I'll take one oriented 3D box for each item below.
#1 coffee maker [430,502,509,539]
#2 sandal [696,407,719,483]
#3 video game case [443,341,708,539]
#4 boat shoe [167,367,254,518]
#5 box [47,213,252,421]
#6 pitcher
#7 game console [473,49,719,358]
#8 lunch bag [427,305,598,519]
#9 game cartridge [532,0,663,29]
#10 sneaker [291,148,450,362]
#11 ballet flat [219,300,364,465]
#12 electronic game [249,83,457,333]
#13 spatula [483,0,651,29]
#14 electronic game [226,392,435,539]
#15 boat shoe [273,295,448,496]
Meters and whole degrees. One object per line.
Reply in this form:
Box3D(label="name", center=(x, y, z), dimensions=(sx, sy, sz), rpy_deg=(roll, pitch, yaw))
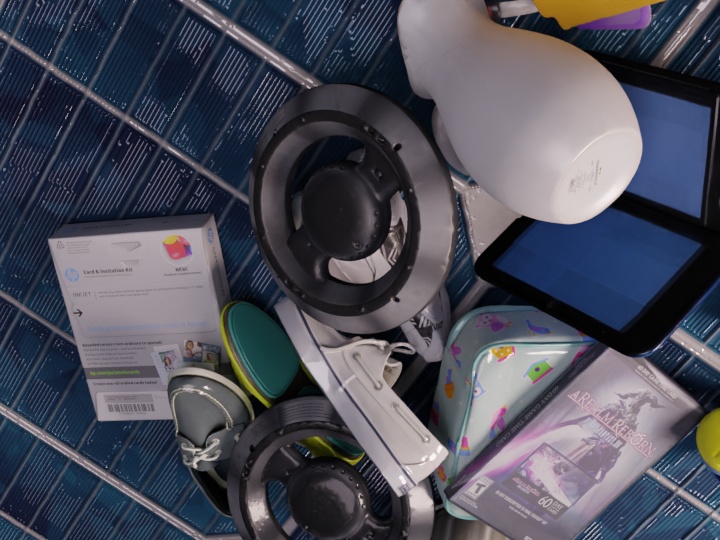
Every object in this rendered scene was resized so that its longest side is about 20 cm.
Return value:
Box3D(label="coffee maker", center=(0.112, 0.343, 1.066), dimensions=(0.192, 0.200, 0.135), rpy_deg=(42, 117, -8))
Box3D(label="sandal", center=(0.388, 0.158, 0.996), dimensions=(0.199, 0.080, 0.087), rpy_deg=(3, 153, 4))
Box3D(label="video game case", center=(0.187, 0.156, 0.978), dimensions=(0.200, 0.019, 0.143), rpy_deg=(-46, 123, 12))
Box3D(label="boat shoe", center=(-0.137, 0.166, 1.077), dimensions=(0.073, 0.062, 0.200), rpy_deg=(-1, 140, 11))
Box3D(label="box", center=(-0.199, 0.049, 1.089), dimensions=(0.156, 0.041, 0.200), rpy_deg=(-4, 115, 14))
Box3D(label="pitcher", center=(0.114, -0.109, 0.859), dimensions=(0.121, 0.200, 0.172), rpy_deg=(-28, 142, -16))
Box3D(label="game console", center=(0.186, -0.058, 0.849), dimensions=(0.200, 0.118, 0.171), rpy_deg=(30, 130, 50))
Box3D(label="lunch bag", center=(0.147, 0.128, 1.006), dimensions=(0.160, 0.077, 0.200), rpy_deg=(-2, 121, -17))
Box3D(label="game cartridge", center=(0.180, -0.261, 0.778), dimensions=(0.200, 0.032, 0.176), rpy_deg=(-8, 134, 40))
Box3D(label="sneaker", center=(0.000, 0.000, 1.004), dimensions=(0.115, 0.075, 0.200), rpy_deg=(-20, 105, 22))
Box3D(label="ballet flat", center=(-0.075, 0.116, 1.084), dimensions=(0.200, 0.067, 0.067), rpy_deg=(48, 139, -13))
Box3D(label="electronic game", center=(-0.010, -0.048, 0.905), dimensions=(0.200, 0.042, 0.200), rpy_deg=(11, 109, 34))
Box3D(label="spatula", center=(0.127, -0.210, 0.901), dimensions=(0.200, 0.021, 0.057), rpy_deg=(-4, 116, 15))
Box3D(label="electronic game", center=(-0.029, 0.209, 1.045), dimensions=(0.200, 0.042, 0.200), rpy_deg=(4, 104, 15))
Box3D(label="boat shoe", center=(0.009, 0.089, 0.980), dimensions=(0.086, 0.075, 0.202), rpy_deg=(-35, 68, -6))
